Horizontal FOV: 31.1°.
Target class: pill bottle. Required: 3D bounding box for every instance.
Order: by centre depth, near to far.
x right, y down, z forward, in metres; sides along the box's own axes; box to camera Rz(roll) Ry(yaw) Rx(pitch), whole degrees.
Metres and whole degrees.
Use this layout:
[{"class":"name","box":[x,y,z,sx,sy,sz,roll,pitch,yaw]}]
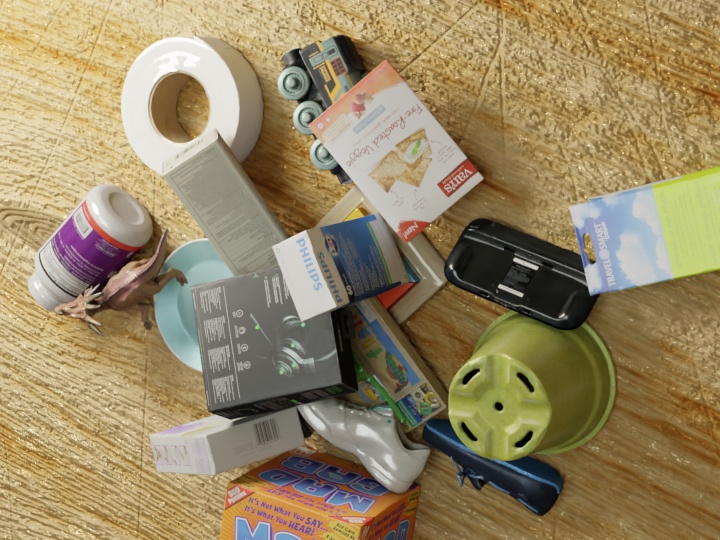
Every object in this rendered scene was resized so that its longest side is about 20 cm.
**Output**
[{"class":"pill bottle","box":[-0.408,-0.027,1.929,0.200,0.112,0.113,-44,78,24]}]

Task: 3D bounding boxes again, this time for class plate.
[{"class":"plate","box":[-0.215,0.052,1.895,0.199,0.026,0.201,3,98,26]}]

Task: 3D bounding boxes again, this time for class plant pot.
[{"class":"plant pot","box":[0.201,0.154,1.620,0.200,0.184,0.201,4,99,25]}]

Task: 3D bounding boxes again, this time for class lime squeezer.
[{"class":"lime squeezer","box":[-0.021,0.139,1.740,0.199,0.071,0.038,19,148,13]}]

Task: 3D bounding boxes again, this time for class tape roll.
[{"class":"tape roll","box":[-0.240,-0.232,1.845,0.202,0.071,0.203,4,98,26]}]

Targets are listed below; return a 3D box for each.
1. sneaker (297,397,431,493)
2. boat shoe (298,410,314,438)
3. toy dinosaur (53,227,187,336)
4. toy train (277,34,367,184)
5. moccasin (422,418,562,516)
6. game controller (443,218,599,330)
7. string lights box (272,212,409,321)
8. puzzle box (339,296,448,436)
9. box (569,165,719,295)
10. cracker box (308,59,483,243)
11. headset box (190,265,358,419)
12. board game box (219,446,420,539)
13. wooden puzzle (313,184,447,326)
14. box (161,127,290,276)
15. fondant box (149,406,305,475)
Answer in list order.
[{"class":"sneaker","box":[0.007,0.208,1.756,0.200,0.075,0.089,37,106,2]},{"class":"boat shoe","box":[-0.100,0.136,1.828,0.201,0.074,0.076,65,159,-2]},{"class":"toy dinosaur","box":[-0.339,0.027,1.864,0.200,0.135,0.086,-44,70,30]},{"class":"toy train","box":[-0.031,-0.220,1.744,0.114,0.085,0.201,-26,85,16]},{"class":"moccasin","box":[0.165,0.264,1.711,0.200,0.080,0.068,27,112,21]},{"class":"game controller","box":[0.208,0.003,1.656,0.200,0.042,0.105,23,74,22]},{"class":"string lights box","box":[-0.021,-0.008,1.656,0.059,0.200,0.103,-23,87,30]},{"class":"puzzle box","box":[0.016,0.135,1.773,0.133,0.025,0.200,-37,90,29]},{"class":"box","box":[0.368,-0.048,1.584,0.199,0.048,0.122,-13,91,23]},{"class":"cracker box","box":[0.047,-0.154,1.678,0.134,0.058,0.200,-40,95,6]},{"class":"headset box","box":[-0.107,0.089,1.709,0.199,0.093,0.175,-14,75,11]},{"class":"board game box","box":[-0.060,0.383,1.766,0.199,0.200,0.201,15,103,23]},{"class":"wooden puzzle","box":[0.000,0.000,1.778,0.200,0.037,0.185,-43,78,24]},{"class":"box","box":[-0.179,-0.084,1.774,0.095,0.078,0.200,-32,110,2]},{"class":"fondant box","box":[-0.188,0.235,1.795,0.200,0.144,0.058,-14,90,58]}]
